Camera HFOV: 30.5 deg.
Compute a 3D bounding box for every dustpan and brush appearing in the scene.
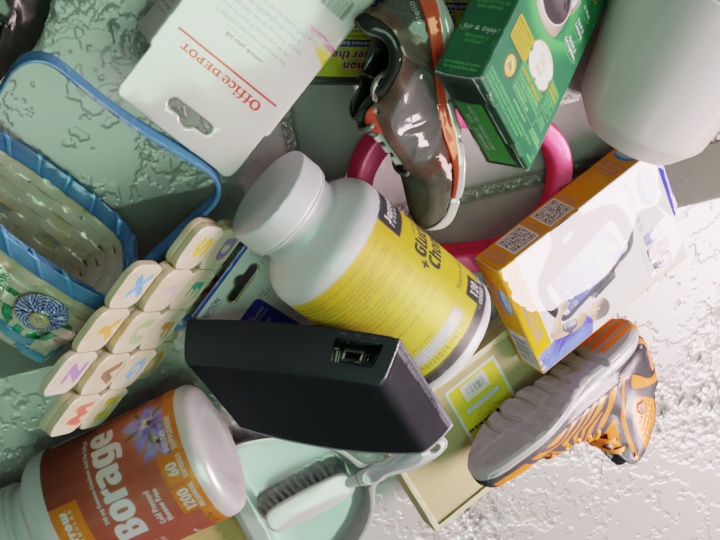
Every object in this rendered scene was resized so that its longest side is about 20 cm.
[{"bbox_3d":[-0.018,0.181,1.120,0.198,0.057,0.141,-27,102,3],"label":"dustpan and brush"}]

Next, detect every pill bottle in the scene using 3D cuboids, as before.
[{"bbox_3d":[0.000,0.000,1.029,0.200,0.112,0.112,39,97,-25],"label":"pill bottle"},{"bbox_3d":[-0.202,0.182,1.073,0.198,0.112,0.113,-25,116,6],"label":"pill bottle"}]

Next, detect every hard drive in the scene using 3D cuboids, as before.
[{"bbox_3d":[-0.038,0.094,1.047,0.135,0.198,0.043,58,46,-44],"label":"hard drive"}]

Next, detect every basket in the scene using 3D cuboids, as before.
[{"bbox_3d":[-0.222,-0.041,0.970,0.176,0.140,0.200,33,108,-24],"label":"basket"}]

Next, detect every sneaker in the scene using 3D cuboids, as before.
[{"bbox_3d":[0.027,-0.117,1.002,0.081,0.077,0.202,-18,123,-17],"label":"sneaker"},{"bbox_3d":[0.191,0.144,1.160,0.199,0.077,0.113,-38,116,-11],"label":"sneaker"},{"bbox_3d":[-0.280,-0.147,0.938,0.075,0.091,0.201,29,100,-20],"label":"sneaker"}]

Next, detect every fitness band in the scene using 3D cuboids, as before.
[{"bbox_3d":[0.084,-0.070,1.106,0.197,0.037,0.145,-4,112,-16],"label":"fitness band"}]

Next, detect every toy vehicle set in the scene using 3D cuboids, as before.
[{"bbox_3d":[0.112,0.124,1.176,0.199,0.026,0.125,-36,117,-12],"label":"toy vehicle set"}]

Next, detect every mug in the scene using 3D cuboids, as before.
[{"bbox_3d":[0.268,-0.166,1.061,0.184,0.150,0.154,14,122,-16],"label":"mug"}]

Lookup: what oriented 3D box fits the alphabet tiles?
[{"bbox_3d":[-0.164,0.043,1.006,0.015,0.195,0.201,39,98,11],"label":"alphabet tiles"}]

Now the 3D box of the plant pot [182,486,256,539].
[{"bbox_3d":[-0.131,0.286,1.161,0.198,0.027,0.203,-1,92,-24],"label":"plant pot"}]

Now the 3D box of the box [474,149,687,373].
[{"bbox_3d":[0.201,-0.018,1.135,0.199,0.041,0.120,-36,123,-12],"label":"box"}]

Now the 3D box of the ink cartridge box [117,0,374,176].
[{"bbox_3d":[-0.081,-0.184,0.965,0.117,0.067,0.201,37,96,-27],"label":"ink cartridge box"}]

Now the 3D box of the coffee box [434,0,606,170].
[{"bbox_3d":[0.131,-0.192,0.996,0.202,0.044,0.123,-64,146,-17],"label":"coffee box"}]

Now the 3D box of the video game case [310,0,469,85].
[{"bbox_3d":[0.007,-0.235,1.023,0.197,0.026,0.183,-1,111,-17],"label":"video game case"}]

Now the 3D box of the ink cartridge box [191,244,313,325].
[{"bbox_3d":[-0.040,0.044,1.112,0.199,0.037,0.095,33,100,-30],"label":"ink cartridge box"}]
